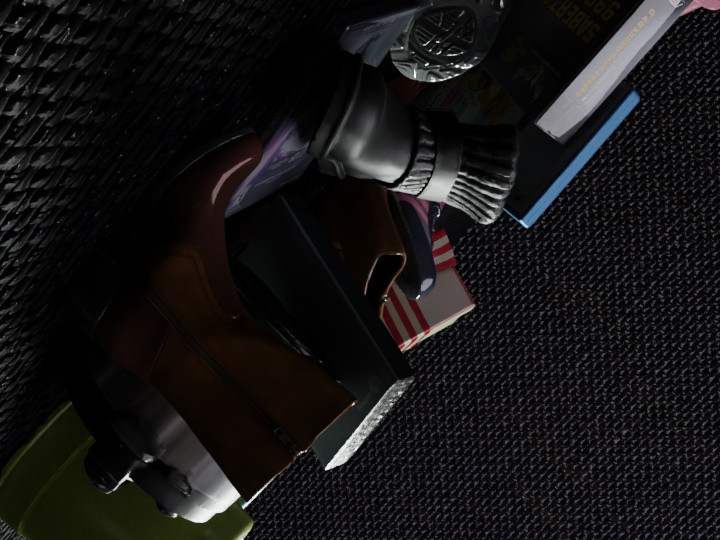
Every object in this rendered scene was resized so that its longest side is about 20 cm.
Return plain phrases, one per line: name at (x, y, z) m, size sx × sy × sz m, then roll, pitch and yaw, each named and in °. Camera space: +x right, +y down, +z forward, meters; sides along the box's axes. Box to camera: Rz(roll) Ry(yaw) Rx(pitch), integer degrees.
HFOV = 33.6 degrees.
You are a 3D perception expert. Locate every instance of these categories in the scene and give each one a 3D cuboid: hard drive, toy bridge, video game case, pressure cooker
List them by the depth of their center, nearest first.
pressure cooker at (-0.136, 0.100, 0.955) m, size 0.200 × 0.179 × 0.176 m, roll -45°, pitch 133°, yaw 3°
video game case at (-0.038, -0.133, 0.968) m, size 0.200 × 0.019 × 0.143 m, roll -51°, pitch 173°, yaw 30°
hard drive at (-0.041, 0.053, 1.047) m, size 0.033 × 0.201 × 0.140 m, roll -13°, pitch 150°, yaw -41°
video game case at (0.133, -0.142, 1.053) m, size 0.143 × 0.200 × 0.018 m, roll -49°, pitch 135°, yaw 4°
toy bridge at (-0.093, -0.023, 1.192) m, size 0.067 × 0.027 × 0.200 m, roll -47°, pitch 172°, yaw -18°

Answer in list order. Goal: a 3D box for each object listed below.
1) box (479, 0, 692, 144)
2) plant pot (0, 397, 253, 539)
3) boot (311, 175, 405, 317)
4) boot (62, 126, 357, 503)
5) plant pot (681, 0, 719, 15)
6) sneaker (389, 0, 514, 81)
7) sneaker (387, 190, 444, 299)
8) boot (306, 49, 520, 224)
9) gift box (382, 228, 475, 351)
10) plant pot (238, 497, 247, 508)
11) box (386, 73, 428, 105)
box at (0.164, -0.227, 1.016) m, size 0.048 × 0.201 × 0.159 m, roll 28°, pitch 111°, yaw -41°
plant pot at (-0.209, 0.218, 1.117) m, size 0.201 × 0.193 × 0.200 m, roll -46°, pitch 173°, yaw -7°
boot at (0.000, 0.000, 1.130) m, size 0.201 × 0.068 × 0.190 m, roll -104°, pitch -150°, yaw -49°
boot at (-0.080, 0.026, 0.825) m, size 0.188 × 0.200 × 0.068 m, roll -47°, pitch 173°, yaw -4°
plant pot at (0.285, -0.330, 1.232) m, size 0.178 × 0.201 × 0.200 m, roll -34°, pitch -178°, yaw 34°
sneaker at (0.102, -0.242, 1.007) m, size 0.200 × 0.078 × 0.100 m, roll -43°, pitch -168°, yaw 32°
sneaker at (0.059, -0.060, 1.212) m, size 0.081 × 0.202 × 0.070 m, roll -2°, pitch 145°, yaw -20°
boot at (0.047, -0.098, 0.911) m, size 0.211 × 0.156 × 0.080 m, roll 44°, pitch 63°, yaw -87°
gift box at (0.003, 0.008, 1.355) m, size 0.183 × 0.201 × 0.187 m, roll -33°, pitch 175°, yaw -8°
plant pot at (-0.156, 0.193, 1.280) m, size 0.199 × 0.142 × 0.141 m, roll -28°, pitch -172°, yaw 43°
box at (0.111, -0.141, 1.219) m, size 0.094 × 0.103 × 0.200 m, roll -31°, pitch 161°, yaw 10°
